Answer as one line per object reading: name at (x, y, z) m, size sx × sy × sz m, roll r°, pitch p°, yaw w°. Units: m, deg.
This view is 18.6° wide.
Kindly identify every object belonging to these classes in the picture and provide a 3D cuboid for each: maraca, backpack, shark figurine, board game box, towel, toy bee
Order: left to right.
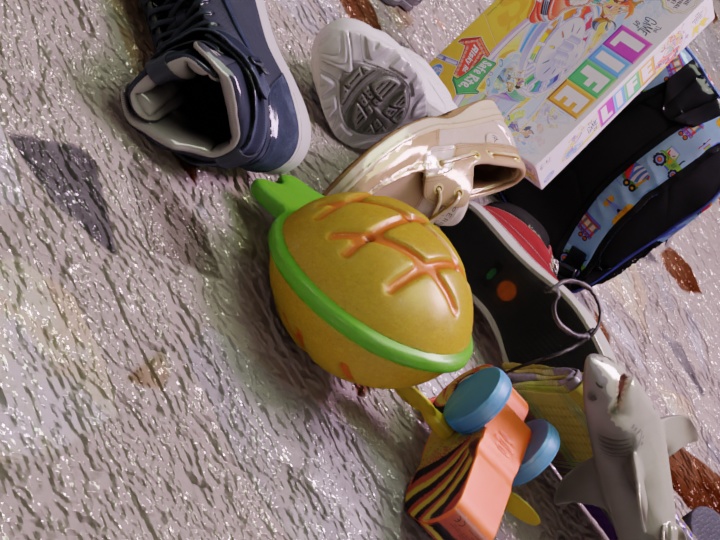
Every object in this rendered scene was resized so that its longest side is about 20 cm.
maraca at (0.000, 0.000, 1.351) m, size 0.137 × 0.107 × 0.200 m, roll 22°, pitch 22°, yaw -31°
toy bee at (0.077, 0.106, 1.397) m, size 0.200 × 0.108 × 0.131 m, roll -32°, pitch 97°, yaw -43°
board game box at (0.159, -0.173, 1.715) m, size 0.134 × 0.200 × 0.034 m, roll 38°, pitch -15°, yaw 29°
shark figurine at (0.160, 0.164, 1.404) m, size 0.128 × 0.089 × 0.216 m, roll 7°, pitch 79°, yaw -58°
towel at (0.175, 0.145, 1.516) m, size 0.200 × 0.023 × 0.144 m, roll 53°, pitch -15°, yaw -8°
backpack at (0.211, -0.103, 1.794) m, size 0.183 × 0.200 × 0.134 m, roll 57°, pitch 22°, yaw 5°

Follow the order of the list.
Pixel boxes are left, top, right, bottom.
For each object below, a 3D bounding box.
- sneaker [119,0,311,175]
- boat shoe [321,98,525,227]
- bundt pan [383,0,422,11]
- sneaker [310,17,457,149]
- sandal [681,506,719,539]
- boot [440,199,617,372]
sneaker at (-0.111, -0.152, 1.361) m, size 0.203 × 0.077 × 0.146 m, roll 61°, pitch 20°, yaw 7°
boat shoe at (0.050, -0.063, 1.524) m, size 0.200 × 0.074 × 0.069 m, roll -27°, pitch 76°, yaw -46°
bundt pan at (0.016, -0.324, 1.858) m, size 0.202 × 0.076 × 0.202 m, roll 44°, pitch 25°, yaw -27°
sneaker at (0.015, -0.135, 1.619) m, size 0.200 × 0.078 × 0.100 m, roll 43°, pitch 18°, yaw -51°
sandal at (0.263, 0.269, 1.623) m, size 0.076 × 0.043 × 0.201 m, roll 20°, pitch 51°, yaw -45°
boot at (0.140, 0.027, 1.633) m, size 0.200 × 0.072 × 0.144 m, roll 53°, pitch 19°, yaw 14°
